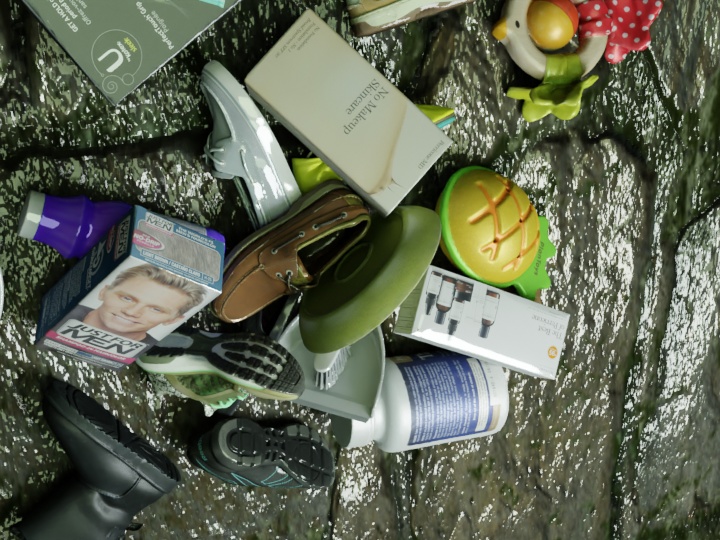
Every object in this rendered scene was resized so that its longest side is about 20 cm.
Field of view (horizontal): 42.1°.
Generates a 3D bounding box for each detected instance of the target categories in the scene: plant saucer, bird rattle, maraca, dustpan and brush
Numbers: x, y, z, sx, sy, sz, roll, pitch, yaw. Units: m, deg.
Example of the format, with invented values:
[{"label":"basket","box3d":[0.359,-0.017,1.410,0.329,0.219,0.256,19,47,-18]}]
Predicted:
[{"label":"plant saucer","box3d":[0.000,0.000,0.997,0.031,0.200,0.200,43,88,-23]},{"label":"bird rattle","box3d":[0.241,-0.273,1.072,0.163,0.113,0.200,40,86,-11]},{"label":"maraca","box3d":[0.164,-0.042,1.103,0.199,0.107,0.138,29,69,-34]},{"label":"dustpan and brush","box3d":[-0.020,0.058,1.072,0.057,0.139,0.201,69,38,-56]}]

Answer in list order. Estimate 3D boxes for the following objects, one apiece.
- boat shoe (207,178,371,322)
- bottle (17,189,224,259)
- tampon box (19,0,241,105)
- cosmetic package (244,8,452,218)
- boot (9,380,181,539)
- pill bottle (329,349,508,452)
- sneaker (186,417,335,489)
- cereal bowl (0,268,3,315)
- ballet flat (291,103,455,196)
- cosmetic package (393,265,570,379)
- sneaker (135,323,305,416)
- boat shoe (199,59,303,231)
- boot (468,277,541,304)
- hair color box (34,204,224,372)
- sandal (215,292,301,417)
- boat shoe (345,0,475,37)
[{"label":"boat shoe","box3d":[-0.076,-0.011,0.984,0.200,0.068,0.072,-44,143,4]},{"label":"bottle","box3d":[-0.241,-0.031,0.951,0.199,0.083,0.066,16,66,-25]},{"label":"tampon box","box3d":[-0.208,-0.278,0.862,0.200,0.126,0.150,-41,116,-5]},{"label":"cosmetic package","box3d":[-0.013,-0.159,0.969,0.200,0.073,0.104,41,88,0]},{"label":"boot","box3d":[-0.311,0.234,1.015,0.162,0.073,0.198,-44,118,-1]},{"label":"pill bottle","box3d":[0.067,0.156,1.123,0.199,0.111,0.112,-6,109,-21]},{"label":"sneaker","box3d":[-0.112,0.217,1.098,0.079,0.076,0.199,-27,142,35]},{"label":"cereal bowl","box3d":[-0.441,0.011,0.880,0.199,0.083,0.202,-7,108,-21]},{"label":"ballet flat","box3d":[0.011,-0.147,1.035,0.199,0.067,0.067,-32,95,-9]},{"label":"cosmetic package","box3d":[0.142,0.061,1.078,0.199,0.051,0.083,18,84,-23]},{"label":"sneaker","box3d":[-0.148,0.117,1.006,0.077,0.199,0.089,-53,147,-50]},{"label":"boat shoe","box3d":[-0.124,-0.118,0.980,0.071,0.070,0.202,-34,119,-13]},{"label":"boot","box3d":[0.138,0.029,1.149,0.199,0.073,0.076,13,77,-26]},{"label":"hair color box","box3d":[-0.229,0.024,0.917,0.100,0.061,0.200,24,138,-33]},{"label":"sandal","box3d":[-0.117,0.070,1.044,0.048,0.075,0.201,30,93,-9]},{"label":"boat shoe","box3d":[0.077,-0.315,1.006,0.199,0.072,0.077,-21,102,-15]}]
